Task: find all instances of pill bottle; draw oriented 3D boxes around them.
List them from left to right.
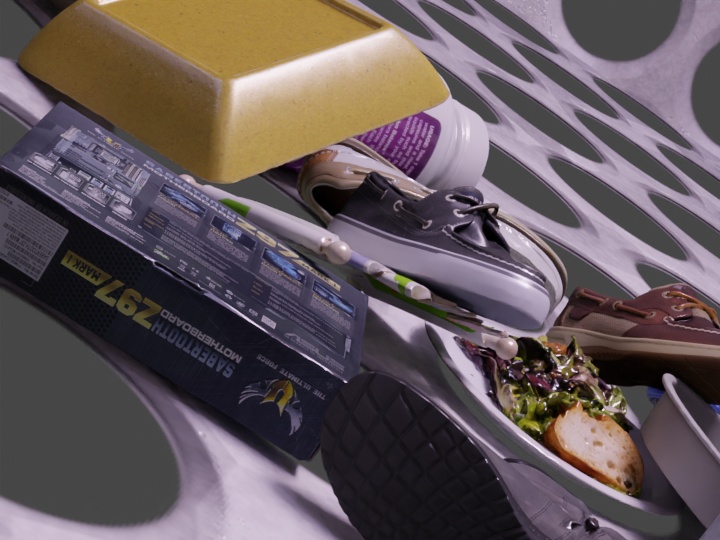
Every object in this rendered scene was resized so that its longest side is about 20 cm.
[{"bbox_3d":[-0.004,-0.111,1.380,0.199,0.113,0.112,24,18,-38],"label":"pill bottle"}]

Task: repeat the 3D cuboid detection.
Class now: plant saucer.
[{"bbox_3d":[-0.077,-0.138,1.191,0.199,0.049,0.199,-24,42,-39],"label":"plant saucer"}]

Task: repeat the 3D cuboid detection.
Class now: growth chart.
[{"bbox_3d":[0.000,0.000,1.112,0.144,0.018,0.200,24,-4,38],"label":"growth chart"}]

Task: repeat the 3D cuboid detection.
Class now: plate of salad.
[{"bbox_3d":[0.127,0.079,1.205,0.199,0.048,0.200,32,15,-10],"label":"plate of salad"}]

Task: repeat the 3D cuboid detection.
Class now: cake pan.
[{"bbox_3d":[0.241,0.149,1.184,0.200,0.037,0.200,46,10,-10],"label":"cake pan"}]

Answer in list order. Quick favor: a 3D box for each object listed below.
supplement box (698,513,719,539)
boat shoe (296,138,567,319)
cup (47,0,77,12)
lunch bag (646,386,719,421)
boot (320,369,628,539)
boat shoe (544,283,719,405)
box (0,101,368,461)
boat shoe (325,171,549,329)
[{"bbox_3d":[0.172,0.150,0.783,0.103,0.201,0.101,39,16,18],"label":"supplement box"},{"bbox_3d":[0.046,-0.016,1.290,0.199,0.075,0.068,27,22,-5],"label":"boat shoe"},{"bbox_3d":[-0.155,-0.236,1.344,0.200,0.200,0.144,6,58,-62],"label":"cup"},{"bbox_3d":[0.295,0.113,1.347,0.199,0.076,0.160,32,-3,-7],"label":"lunch bag"},{"bbox_3d":[0.061,0.116,0.929,0.200,0.070,0.132,47,12,-6],"label":"boot"},{"bbox_3d":[0.202,0.039,1.284,0.072,0.072,0.199,34,-17,-30],"label":"boat shoe"},{"bbox_3d":[-0.091,0.001,0.960,0.199,0.051,0.158,33,15,-7],"label":"box"},{"bbox_3d":[0.051,-0.019,1.138,0.070,0.067,0.200,29,-4,-30],"label":"boat shoe"}]
